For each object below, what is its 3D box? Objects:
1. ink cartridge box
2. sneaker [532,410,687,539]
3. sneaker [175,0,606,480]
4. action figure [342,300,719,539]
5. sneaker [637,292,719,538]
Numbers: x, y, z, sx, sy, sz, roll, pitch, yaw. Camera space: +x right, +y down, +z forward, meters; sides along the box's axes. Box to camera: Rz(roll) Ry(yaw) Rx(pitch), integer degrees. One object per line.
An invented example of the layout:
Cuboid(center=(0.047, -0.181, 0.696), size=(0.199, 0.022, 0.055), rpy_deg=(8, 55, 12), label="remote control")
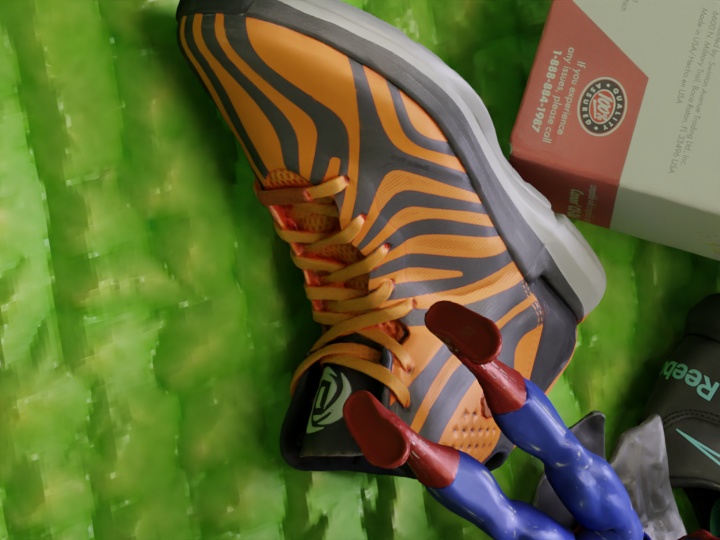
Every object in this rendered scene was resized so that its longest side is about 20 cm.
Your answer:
Cuboid(center=(0.159, -0.057, 1.008), size=(0.068, 0.199, 0.117), rpy_deg=(82, 25, -77), label="ink cartridge box")
Cuboid(center=(0.105, 0.156, 1.053), size=(0.104, 0.060, 0.200), rpy_deg=(-44, 116, -26), label="sneaker")
Cuboid(center=(0.000, 0.000, 0.940), size=(0.200, 0.077, 0.113), rpy_deg=(42, 64, -35), label="sneaker")
Cuboid(center=(0.084, 0.098, 0.937), size=(0.065, 0.099, 0.200), rpy_deg=(-46, 133, 1), label="action figure")
Cuboid(center=(0.171, 0.095, 1.112), size=(0.200, 0.075, 0.079), rpy_deg=(43, 74, -25), label="sneaker")
